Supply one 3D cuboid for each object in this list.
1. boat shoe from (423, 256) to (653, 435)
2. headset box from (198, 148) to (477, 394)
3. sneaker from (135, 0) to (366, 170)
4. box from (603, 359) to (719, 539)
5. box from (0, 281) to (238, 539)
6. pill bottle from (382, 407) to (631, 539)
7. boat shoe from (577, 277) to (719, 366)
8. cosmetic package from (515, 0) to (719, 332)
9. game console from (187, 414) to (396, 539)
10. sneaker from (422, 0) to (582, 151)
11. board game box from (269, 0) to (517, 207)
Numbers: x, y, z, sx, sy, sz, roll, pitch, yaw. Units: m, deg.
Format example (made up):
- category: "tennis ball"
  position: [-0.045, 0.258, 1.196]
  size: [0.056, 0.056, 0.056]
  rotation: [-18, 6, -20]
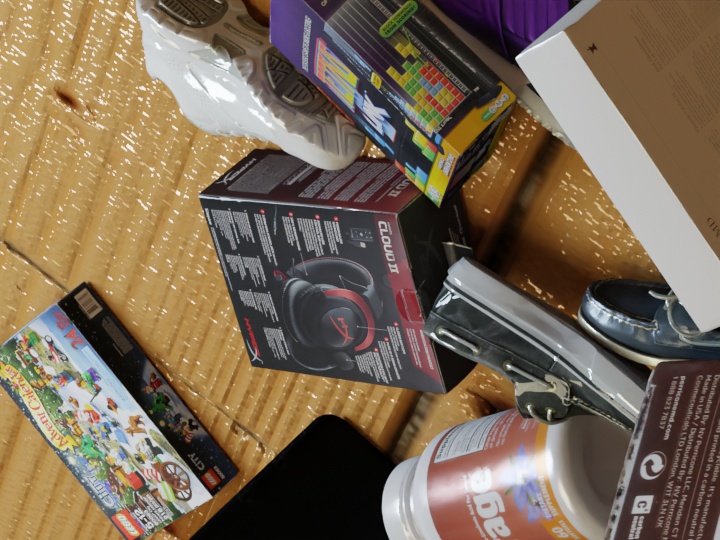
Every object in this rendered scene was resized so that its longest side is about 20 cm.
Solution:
- category: "boat shoe"
  position: [0.130, 0.068, 1.772]
  size: [0.200, 0.072, 0.071]
  rotation: [34, 99, 27]
- category: "headset box"
  position: [0.000, 0.000, 1.881]
  size: [0.200, 0.075, 0.149]
  rotation: [6, 124, 37]
- category: "sneaker"
  position: [-0.074, -0.124, 1.862]
  size: [0.200, 0.078, 0.100]
  rotation: [39, 145, 24]
- category: "box"
  position: [0.278, 0.170, 1.653]
  size: [0.164, 0.166, 0.200]
  rotation: [-5, 147, 42]
- category: "box"
  position: [-0.205, 0.119, 2.173]
  size: [0.200, 0.038, 0.137]
  rotation: [51, 138, -4]
- category: "pill bottle"
  position: [0.110, 0.154, 1.877]
  size: [0.200, 0.112, 0.112]
  rotation: [-21, 106, 47]
- category: "boat shoe"
  position: [0.230, 0.032, 1.710]
  size: [0.200, 0.075, 0.062]
  rotation: [19, 131, 32]
- category: "cosmetic package"
  position: [0.200, -0.087, 1.589]
  size: [0.052, 0.151, 0.200]
  rotation: [-27, 101, 47]
- category: "game console"
  position: [-0.025, 0.239, 1.989]
  size: [0.116, 0.200, 0.176]
  rotation: [17, 130, 32]
- category: "sneaker"
  position: [0.112, -0.162, 1.673]
  size: [0.200, 0.070, 0.100]
  rotation: [45, 102, 24]
- category: "board game box"
  position: [0.017, -0.129, 1.708]
  size: [0.165, 0.057, 0.200]
  rotation: [43, 173, 5]
